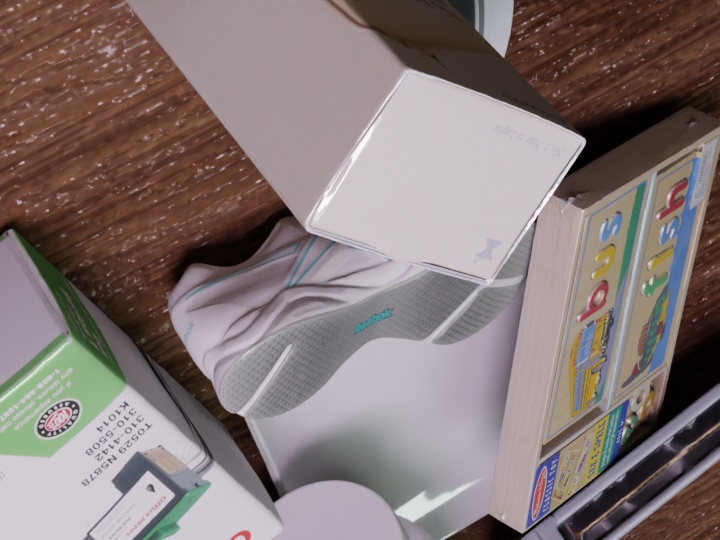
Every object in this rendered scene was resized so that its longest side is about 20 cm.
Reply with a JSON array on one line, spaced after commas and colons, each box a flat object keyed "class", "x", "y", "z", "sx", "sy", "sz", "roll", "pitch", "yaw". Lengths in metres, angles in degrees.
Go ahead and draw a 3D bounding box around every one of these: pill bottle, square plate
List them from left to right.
[{"class": "pill bottle", "x": 0.007, "y": 0.196, "z": 1.141, "sx": 0.112, "sy": 0.113, "sz": 0.200, "roll": -33, "pitch": 140, "yaw": -7}, {"class": "square plate", "x": 0.039, "y": 0.069, "z": 1.156, "sx": 0.199, "sy": 0.028, "sz": 0.199, "roll": -30, "pitch": 137, "yaw": -11}]

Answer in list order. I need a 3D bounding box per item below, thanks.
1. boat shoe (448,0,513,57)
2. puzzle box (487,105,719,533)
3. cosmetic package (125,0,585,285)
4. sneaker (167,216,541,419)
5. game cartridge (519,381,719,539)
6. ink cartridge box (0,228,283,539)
[{"class": "boat shoe", "x": 0.020, "y": -0.102, "z": 0.968, "sx": 0.066, "sy": 0.070, "sz": 0.201, "roll": -22, "pitch": 143, "yaw": -22}, {"class": "puzzle box", "x": 0.126, "y": 0.025, "z": 1.125, "sx": 0.133, "sy": 0.025, "sz": 0.201, "roll": -30, "pitch": 138, "yaw": -42}, {"class": "cosmetic package", "x": -0.014, "y": -0.088, "z": 0.847, "sx": 0.103, "sy": 0.200, "sz": 0.073, "roll": 16, "pitch": 115, "yaw": -44}, {"class": "sneaker", "x": 0.000, "y": 0.000, "z": 1.029, "sx": 0.199, "sy": 0.080, "sz": 0.071, "roll": -18, "pitch": 137, "yaw": -33}, {"class": "game cartridge", "x": 0.161, "y": 0.119, "z": 1.237, "sx": 0.200, "sy": 0.042, "sz": 0.133, "roll": -38, "pitch": 167, "yaw": -4}, {"class": "ink cartridge box", "x": -0.147, "y": 0.098, "z": 1.002, "sx": 0.146, "sy": 0.084, "sz": 0.200, "roll": -40, "pitch": 139, "yaw": 2}]
